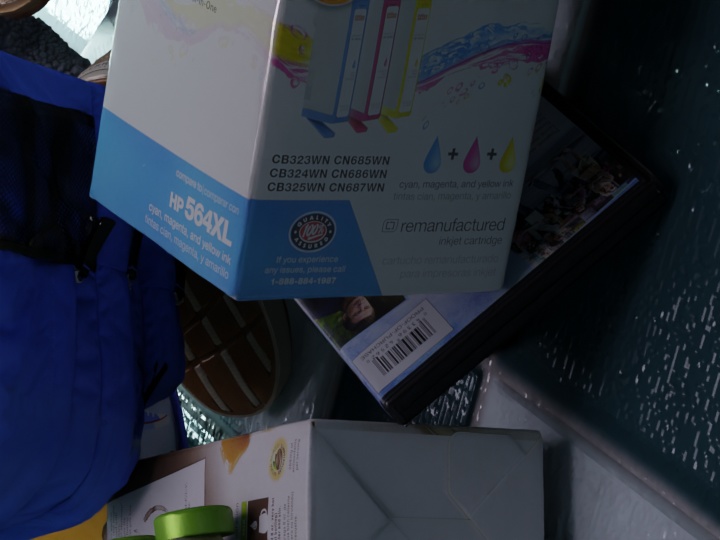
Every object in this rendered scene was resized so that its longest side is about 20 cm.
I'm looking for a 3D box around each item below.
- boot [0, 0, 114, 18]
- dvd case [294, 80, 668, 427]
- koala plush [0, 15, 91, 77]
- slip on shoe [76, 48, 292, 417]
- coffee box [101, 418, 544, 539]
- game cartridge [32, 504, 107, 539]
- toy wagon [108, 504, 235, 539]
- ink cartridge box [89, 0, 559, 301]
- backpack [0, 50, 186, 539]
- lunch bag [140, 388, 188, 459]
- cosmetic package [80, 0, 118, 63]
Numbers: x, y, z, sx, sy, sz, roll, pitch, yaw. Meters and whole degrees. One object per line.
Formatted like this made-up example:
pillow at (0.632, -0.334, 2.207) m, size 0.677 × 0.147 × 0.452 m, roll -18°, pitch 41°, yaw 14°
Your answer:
boot at (-0.153, -0.182, 1.309) m, size 0.155 × 0.074 × 0.200 m, roll 61°, pitch -156°, yaw -55°
dvd case at (0.028, -0.032, 1.058) m, size 0.143 × 0.018 × 0.200 m, roll -40°, pitch 37°, yaw -1°
koala plush at (-0.231, -0.062, 1.348) m, size 0.200 × 0.183 × 0.178 m, roll 170°, pitch 85°, yaw -78°
slip on shoe at (-0.082, -0.022, 1.235) m, size 0.076 × 0.061 × 0.200 m, roll -14°, pitch 114°, yaw 29°
coffee box at (-0.022, 0.115, 1.072) m, size 0.200 × 0.114 × 0.080 m, roll -18°, pitch 69°, yaw 58°
game cartridge at (-0.171, 0.200, 1.243) m, size 0.200 × 0.176 × 0.032 m, roll -44°, pitch 1°, yaw 9°
toy wagon at (-0.086, 0.186, 1.029) m, size 0.200 × 0.039 × 0.156 m, roll -28°, pitch 67°, yaw 57°
ink cartridge box at (-0.010, -0.104, 0.962) m, size 0.125 × 0.128 × 0.200 m, roll 35°, pitch 120°, yaw 52°
backpack at (-0.162, 0.024, 1.123) m, size 0.162 × 0.168 × 0.200 m, roll -24°, pitch 59°, yaw 45°
lunch bag at (-0.169, 0.114, 1.338) m, size 0.170 × 0.124 × 0.201 m, roll 17°, pitch 106°, yaw 58°
cosmetic package at (-0.107, -0.081, 1.335) m, size 0.200 × 0.071 × 0.102 m, roll -49°, pitch 45°, yaw 45°
